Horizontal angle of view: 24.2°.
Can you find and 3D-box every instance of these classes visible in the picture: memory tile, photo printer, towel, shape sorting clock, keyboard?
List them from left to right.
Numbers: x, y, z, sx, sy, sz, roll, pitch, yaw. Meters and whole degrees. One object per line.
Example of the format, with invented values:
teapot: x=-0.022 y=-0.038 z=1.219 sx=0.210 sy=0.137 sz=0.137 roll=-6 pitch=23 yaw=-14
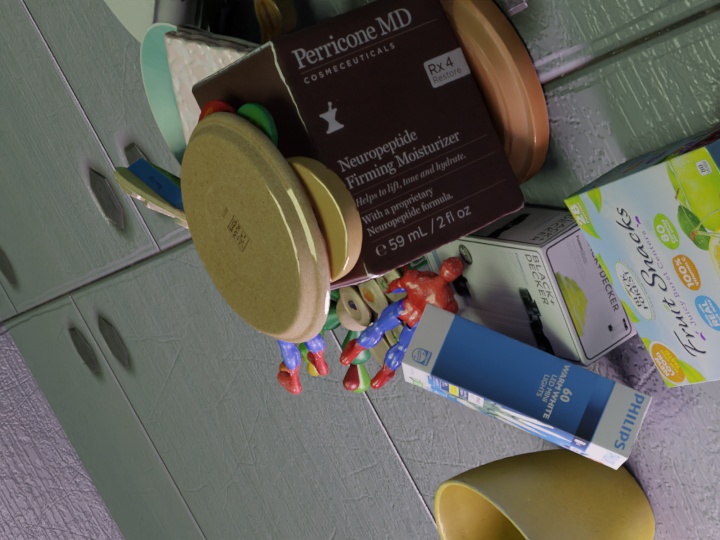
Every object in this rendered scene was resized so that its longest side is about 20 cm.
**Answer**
photo printer: x=-0.238 y=-0.337 z=1.791 sx=0.166 sy=0.069 sz=0.200 roll=53 pitch=156 yaw=16
shape sorting clock: x=-0.164 y=-0.057 z=1.734 sx=0.200 sy=0.039 sz=0.200 roll=30 pitch=-176 yaw=-2
keyboard: x=-0.142 y=-0.238 z=1.781 sx=0.200 sy=0.040 sz=0.104 roll=107 pitch=152 yaw=-61
towel: x=-0.093 y=-0.127 z=1.570 sx=0.200 sy=0.032 sz=0.191 roll=19 pitch=132 yaw=39
memory tile: x=0.000 y=0.000 z=1.628 sx=0.200 sy=0.017 sz=0.153 roll=58 pitch=157 yaw=1

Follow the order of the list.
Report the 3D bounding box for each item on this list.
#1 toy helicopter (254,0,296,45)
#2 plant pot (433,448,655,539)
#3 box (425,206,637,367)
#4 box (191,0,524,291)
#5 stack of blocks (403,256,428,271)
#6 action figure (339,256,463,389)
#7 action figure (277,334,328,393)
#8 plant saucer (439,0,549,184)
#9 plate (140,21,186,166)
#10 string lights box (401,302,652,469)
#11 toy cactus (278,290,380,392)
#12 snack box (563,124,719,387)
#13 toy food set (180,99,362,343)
toy helicopter: x=-0.076 y=-0.182 z=1.645 sx=0.132 sy=0.079 sz=0.200 roll=41 pitch=147 yaw=36
plant pot: x=0.183 y=0.241 z=1.536 sx=0.200 sy=0.142 sz=0.200 roll=45 pitch=154 yaw=30
box: x=0.139 y=0.006 z=1.449 sx=0.200 sy=0.060 sz=0.117 roll=13 pitch=129 yaw=60
box: x=-0.004 y=-0.101 z=1.371 sx=0.164 sy=0.166 sz=0.200 roll=-15 pitch=99 yaw=61
stack of blocks: x=-0.021 y=-0.056 z=1.698 sx=0.200 sy=0.059 sz=0.115 roll=11 pitch=128 yaw=60
action figure: x=0.044 y=0.040 z=1.526 sx=0.065 sy=0.052 sz=0.200 roll=42 pitch=145 yaw=2
action figure: x=-0.072 y=0.043 z=1.715 sx=0.052 sy=0.065 sz=0.200 roll=48 pitch=157 yaw=33
plant saucer: x=0.081 y=-0.156 z=1.410 sx=0.200 sy=0.032 sz=0.200 roll=46 pitch=154 yaw=30
plate: x=-0.158 y=-0.160 z=1.694 sx=0.200 sy=0.026 sz=0.200 roll=40 pitch=147 yaw=34
string lights box: x=0.138 y=0.098 z=1.416 sx=0.200 sy=0.059 sz=0.103 roll=23 pitch=170 yaw=8
toy cactus: x=-0.032 y=0.046 z=1.824 sx=0.165 sy=0.102 sz=0.200 roll=-10 pitch=100 yaw=55
snack box: x=0.251 y=-0.010 z=1.193 sx=0.169 sy=0.068 sz=0.200 roll=60 pitch=159 yaw=-3
toy food set: x=-0.078 y=-0.039 z=1.319 sx=0.198 sy=0.049 sz=0.200 roll=49 pitch=147 yaw=27
